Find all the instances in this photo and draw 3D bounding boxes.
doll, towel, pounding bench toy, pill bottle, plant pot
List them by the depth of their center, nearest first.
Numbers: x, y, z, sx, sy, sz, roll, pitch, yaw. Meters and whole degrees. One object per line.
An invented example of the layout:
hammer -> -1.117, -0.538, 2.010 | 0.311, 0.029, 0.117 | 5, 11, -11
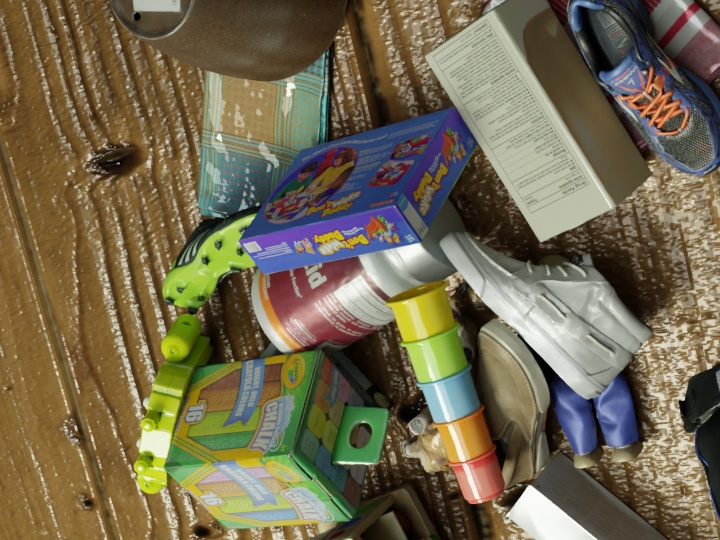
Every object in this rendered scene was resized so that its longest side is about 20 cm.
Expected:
towel -> 0.215, -0.213, 1.337 | 0.200, 0.023, 0.144 | 46, 120, 8
plant pot -> -0.137, -0.262, 1.391 | 0.186, 0.200, 0.189 | 5, 101, 25
doll -> 0.200, 0.083, 1.425 | 0.136, 0.048, 0.201 | -12, 100, 26
pill bottle -> 0.000, 0.000, 1.465 | 0.199, 0.114, 0.115 | -32, 90, 32
pounding bench toy -> 0.034, 0.296, 1.520 | 0.199, 0.156, 0.125 | -27, 92, 32
towel -> -0.098, -0.138, 1.527 | 0.146, 0.022, 0.202 | 13, 112, 23

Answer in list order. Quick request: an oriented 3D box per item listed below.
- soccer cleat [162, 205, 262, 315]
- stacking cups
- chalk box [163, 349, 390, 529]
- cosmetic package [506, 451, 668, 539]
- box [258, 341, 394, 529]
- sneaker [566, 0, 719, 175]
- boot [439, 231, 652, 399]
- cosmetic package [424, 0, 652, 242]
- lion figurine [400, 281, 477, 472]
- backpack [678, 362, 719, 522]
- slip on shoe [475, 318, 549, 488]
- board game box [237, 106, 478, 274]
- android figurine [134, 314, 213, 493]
soccer cleat -> -0.140, -0.027, 1.534 | 0.067, 0.082, 0.200 | 26, 141, -26
stacking cups -> 0.082, 0.112, 1.387 | 0.060, 0.060, 0.201 | -14, 100, 30
chalk box -> -0.067, 0.164, 1.479 | 0.199, 0.125, 0.124 | -11, 136, 30
cosmetic package -> 0.241, 0.267, 1.445 | 0.200, 0.082, 0.051 | 39, 120, 12
box -> -0.074, 0.160, 1.601 | 0.137, 0.038, 0.200 | 45, 121, 8
sneaker -> 0.234, -0.160, 1.285 | 0.075, 0.078, 0.200 | -41, 84, 31
boot -> 0.170, 0.015, 1.370 | 0.200, 0.074, 0.096 | 45, 101, 4
cosmetic package -> 0.157, -0.137, 1.341 | 0.105, 0.071, 0.201 | -25, 99, 51
lion figurine -> 0.088, 0.105, 1.473 | 0.072, 0.122, 0.202 | 16, 97, 12
backpack -> 0.385, 0.137, 1.271 | 0.153, 0.200, 0.191 | 28, 114, -18
slip on shoe -> 0.132, 0.131, 1.420 | 0.076, 0.060, 0.201 | 40, 155, 36
board game box -> -0.003, -0.071, 1.391 | 0.199, 0.135, 0.045 | -11, 127, 43
android figurine -> -0.194, 0.142, 1.563 | 0.041, 0.200, 0.183 | 13, 111, 4
